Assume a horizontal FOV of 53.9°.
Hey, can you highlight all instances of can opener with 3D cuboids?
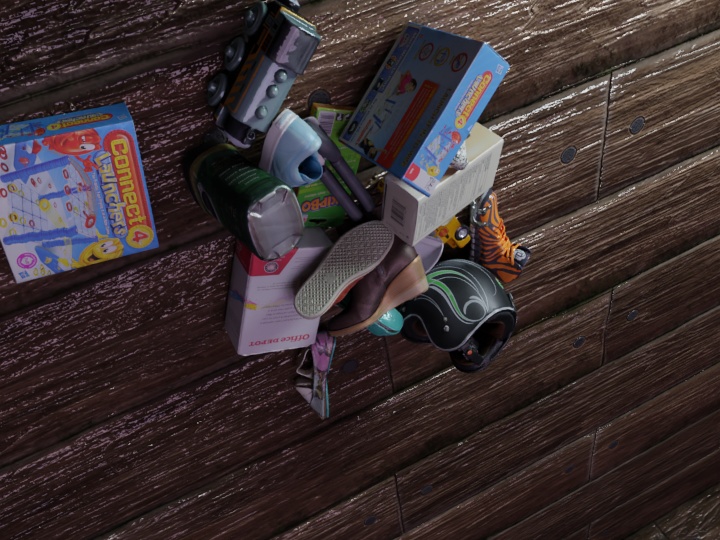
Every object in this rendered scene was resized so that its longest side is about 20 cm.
[{"bbox_3d":[-0.038,-0.145,1.065,0.053,0.067,0.200,-38,128,3],"label":"can opener"}]

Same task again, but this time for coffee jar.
[{"bbox_3d":[-0.164,-0.101,0.967,0.085,0.199,0.105,-34,136,-21],"label":"coffee jar"}]

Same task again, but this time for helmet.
[{"bbox_3d":[0.172,0.077,1.315,0.198,0.191,0.202,-26,138,-25],"label":"helmet"}]

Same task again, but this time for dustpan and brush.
[{"bbox_3d":[0.048,0.003,1.265,0.137,0.058,0.200,15,147,-16],"label":"dustpan and brush"}]

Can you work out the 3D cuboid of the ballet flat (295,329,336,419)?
[{"bbox_3d":[-0.088,0.197,1.347,0.070,0.069,0.203,1,122,-9],"label":"ballet flat"}]

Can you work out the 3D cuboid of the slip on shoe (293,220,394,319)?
[{"bbox_3d":[-0.026,-0.001,1.117,0.200,0.074,0.061,-46,171,-7],"label":"slip on shoe"}]

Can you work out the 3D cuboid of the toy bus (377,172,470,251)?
[{"bbox_3d":[0.115,-0.101,1.229,0.078,0.065,0.200,-42,134,4],"label":"toy bus"}]

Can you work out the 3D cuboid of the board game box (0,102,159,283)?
[{"bbox_3d":[-0.383,-0.101,0.934,0.193,0.056,0.202,-16,131,-19],"label":"board game box"}]

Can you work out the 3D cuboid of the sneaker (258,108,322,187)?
[{"bbox_3d":[-0.097,-0.140,1.003,0.074,0.082,0.200,-50,175,-20],"label":"sneaker"}]

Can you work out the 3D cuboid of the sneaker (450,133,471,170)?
[{"bbox_3d":[0.126,-0.228,1.061,0.088,0.203,0.076,28,142,-36],"label":"sneaker"}]

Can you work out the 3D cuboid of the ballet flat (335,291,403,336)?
[{"bbox_3d":[-0.013,0.056,1.264,0.199,0.068,0.070,39,143,-20],"label":"ballet flat"}]

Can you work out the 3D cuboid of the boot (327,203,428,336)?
[{"bbox_3d":[0.000,0.000,1.183,0.198,0.072,0.168,-30,98,7],"label":"boot"}]

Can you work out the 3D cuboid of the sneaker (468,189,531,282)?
[{"bbox_3d":[0.263,-0.059,1.309,0.078,0.111,0.202,-53,151,-32],"label":"sneaker"}]

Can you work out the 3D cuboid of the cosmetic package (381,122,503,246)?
[{"bbox_3d":[0.126,-0.138,1.097,0.199,0.071,0.106,-36,150,-29],"label":"cosmetic package"}]

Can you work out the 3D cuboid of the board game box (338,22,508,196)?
[{"bbox_3d":[0.080,-0.229,0.984,0.055,0.196,0.202,26,100,-36],"label":"board game box"}]

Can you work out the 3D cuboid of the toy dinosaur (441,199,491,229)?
[{"bbox_3d":[0.181,-0.114,1.196,0.088,0.201,0.047,40,140,-13],"label":"toy dinosaur"}]

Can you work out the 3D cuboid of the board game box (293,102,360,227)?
[{"bbox_3d":[-0.051,-0.159,1.111,0.094,0.030,0.203,-2,122,-29],"label":"board game box"}]

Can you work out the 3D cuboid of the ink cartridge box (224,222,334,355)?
[{"bbox_3d":[-0.136,0.028,1.163,0.146,0.086,0.202,-4,126,-30],"label":"ink cartridge box"}]

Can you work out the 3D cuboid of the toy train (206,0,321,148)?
[{"bbox_3d":[-0.130,-0.258,0.924,0.084,0.114,0.201,19,113,-39],"label":"toy train"}]
